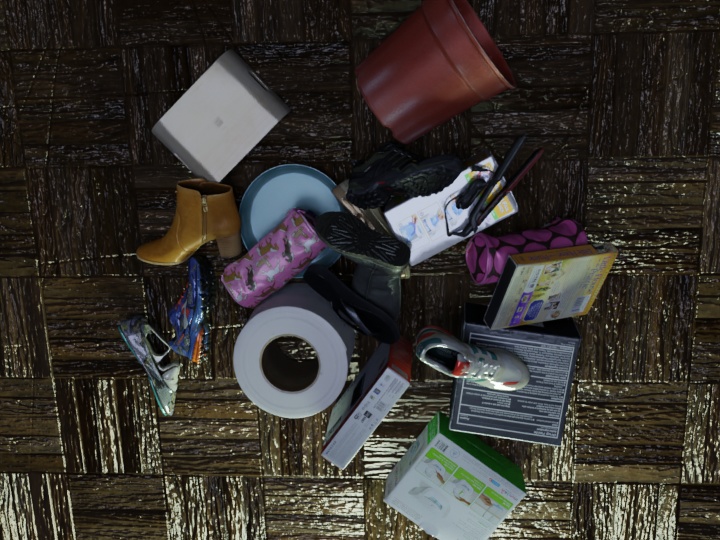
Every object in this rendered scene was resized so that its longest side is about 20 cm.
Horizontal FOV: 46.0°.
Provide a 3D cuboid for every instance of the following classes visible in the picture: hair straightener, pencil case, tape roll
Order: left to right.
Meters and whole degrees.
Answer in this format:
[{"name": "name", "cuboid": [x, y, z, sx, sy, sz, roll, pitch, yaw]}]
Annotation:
[{"name": "pencil case", "cuboid": [-0.148, -0.020, 1.452, 0.200, 0.083, 0.087, -40, 55, 15]}, {"name": "tape roll", "cuboid": [-0.113, 0.138, 1.491, 0.200, 0.139, 0.205, 2, 106, 5]}, {"name": "hair straightener", "cuboid": [0.194, -0.135, 1.328, 0.077, 0.041, 0.200, 38, 106, -6]}, {"name": "pencil case", "cuboid": [0.268, -0.036, 1.394, 0.198, 0.094, 0.091, -9, 149, -23]}]

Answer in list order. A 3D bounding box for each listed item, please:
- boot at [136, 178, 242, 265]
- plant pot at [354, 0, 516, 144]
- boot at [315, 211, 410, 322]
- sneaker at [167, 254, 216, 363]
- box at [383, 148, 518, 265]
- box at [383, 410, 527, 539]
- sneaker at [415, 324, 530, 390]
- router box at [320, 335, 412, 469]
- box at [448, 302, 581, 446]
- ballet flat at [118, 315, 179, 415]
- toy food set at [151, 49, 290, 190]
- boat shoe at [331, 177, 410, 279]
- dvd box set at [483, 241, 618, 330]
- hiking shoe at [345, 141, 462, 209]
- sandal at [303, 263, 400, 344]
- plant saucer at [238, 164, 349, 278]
[{"name": "boot", "cuboid": [-0.303, -0.088, 1.456, 0.198, 0.071, 0.145, -4, 126, 5]}, {"name": "plant pot", "cuboid": [0.108, -0.313, 1.324, 0.194, 0.201, 0.202, -33, 101, 21]}, {"name": "boot", "cuboid": [-0.002, 0.001, 1.434, 0.180, 0.201, 0.073, 29, 64, 8]}, {"name": "sneaker", "cuboid": [-0.309, 0.069, 1.524, 0.077, 0.075, 0.203, 10, 105, 6]}, {"name": "box", "cuboid": [0.150, -0.107, 1.410, 0.198, 0.113, 0.102, -27, 100, 11]}, {"name": "box", "cuboid": [0.172, 0.397, 1.560, 0.199, 0.097, 0.177, 34, 107, -5]}, {"name": "sneaker", "cuboid": [0.178, 0.156, 1.368, 0.198, 0.093, 0.071, 22, 108, 2]}, {"name": "router box", "cuboid": [0.014, 0.222, 1.482, 0.049, 0.180, 0.201, 34, 105, -6]}, {"name": "box", "cuboid": [0.262, 0.178, 1.476, 0.197, 0.123, 0.201, 8, 105, 5]}, {"name": "ballet flat", "cuboid": [-0.373, 0.172, 1.563, 0.071, 0.072, 0.202, -21, 104, 11]}, {"name": "toy food set", "cuboid": [-0.237, -0.253, 1.439, 0.200, 0.060, 0.144, -44, 98, 6]}, {"name": "boat shoe", "cuboid": [0.020, -0.065, 1.449, 0.064, 0.071, 0.201, -31, 99, -4]}, {"name": "dvd box set", "cuboid": [0.309, 0.025, 1.381, 0.198, 0.030, 0.147, -8, 136, -22]}, {"name": "hiking shoe", "cuboid": [0.065, -0.168, 1.348, 0.198, 0.076, 0.102, -11, 64, 23]}, {"name": "sandal", "cuboid": [-0.020, 0.068, 1.439, 0.199, 0.043, 0.076, 38, 151, -13]}, {"name": "plant saucer", "cuboid": [-0.114, -0.087, 1.485, 0.197, 0.027, 0.203, 1, 106, 4]}]
